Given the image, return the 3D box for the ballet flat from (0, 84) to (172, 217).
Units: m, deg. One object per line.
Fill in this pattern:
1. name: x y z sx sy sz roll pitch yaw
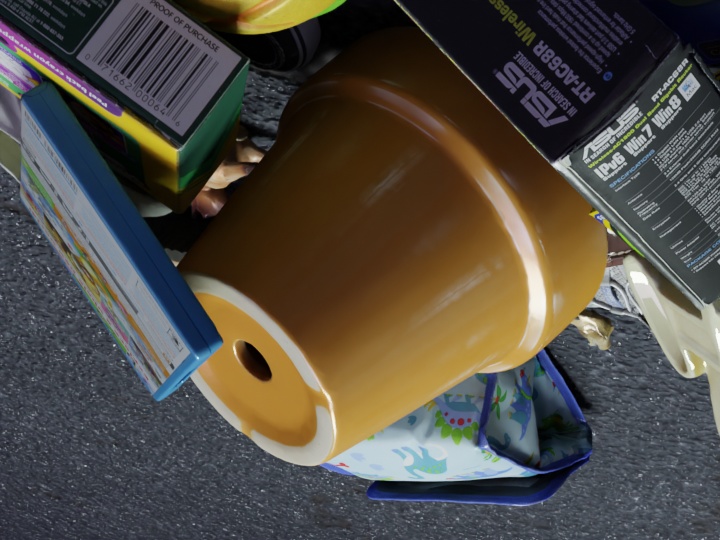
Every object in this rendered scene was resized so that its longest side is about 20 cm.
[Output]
1. ballet flat: -0.175 -0.070 0.884 0.200 0.069 0.069 40 169 34

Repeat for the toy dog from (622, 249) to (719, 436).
1. toy dog: 0.275 0.021 0.782 0.194 0.200 0.140 61 176 -11

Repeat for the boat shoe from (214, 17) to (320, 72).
1. boat shoe: -0.104 -0.152 0.774 0.072 0.068 0.200 -11 143 43

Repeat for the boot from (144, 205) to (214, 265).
1. boot: -0.072 0.034 1.046 0.199 0.077 0.139 9 121 17

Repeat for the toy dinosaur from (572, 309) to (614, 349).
1. toy dinosaur: 0.092 0.023 0.983 0.101 0.058 0.200 15 -171 42

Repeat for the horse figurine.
1. horse figurine: -0.100 -0.086 0.913 0.132 0.050 0.200 13 162 36

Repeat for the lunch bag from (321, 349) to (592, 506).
1. lunch bag: 0.069 0.117 1.156 0.170 0.128 0.200 -3 161 29

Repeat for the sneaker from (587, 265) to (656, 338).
1. sneaker: 0.191 0.011 0.907 0.200 0.082 0.075 -2 148 38

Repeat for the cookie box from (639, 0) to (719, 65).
1. cookie box: 0.142 -0.167 0.511 0.171 0.075 0.200 -6 147 41

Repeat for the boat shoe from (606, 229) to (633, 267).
1. boat shoe: 0.116 -0.022 0.879 0.200 0.072 0.072 -6 115 46

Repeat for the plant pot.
1. plant pot: 0.000 0.000 0.801 0.200 0.183 0.201 32 144 26

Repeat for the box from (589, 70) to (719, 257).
1. box: 0.195 -0.057 0.660 0.064 0.070 0.200 35 154 -18

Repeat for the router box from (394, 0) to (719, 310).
1. router box: 0.074 -0.091 0.597 0.150 0.062 0.200 33 -165 -52

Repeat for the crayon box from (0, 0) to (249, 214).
1. crayon box: -0.152 -0.119 0.724 0.200 0.058 0.173 37 171 -1

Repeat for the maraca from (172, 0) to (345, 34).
1. maraca: -0.062 -0.184 0.648 0.137 0.107 0.200 2 143 13

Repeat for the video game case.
1. video game case: -0.127 -0.006 0.754 0.143 0.018 0.200 56 163 1
